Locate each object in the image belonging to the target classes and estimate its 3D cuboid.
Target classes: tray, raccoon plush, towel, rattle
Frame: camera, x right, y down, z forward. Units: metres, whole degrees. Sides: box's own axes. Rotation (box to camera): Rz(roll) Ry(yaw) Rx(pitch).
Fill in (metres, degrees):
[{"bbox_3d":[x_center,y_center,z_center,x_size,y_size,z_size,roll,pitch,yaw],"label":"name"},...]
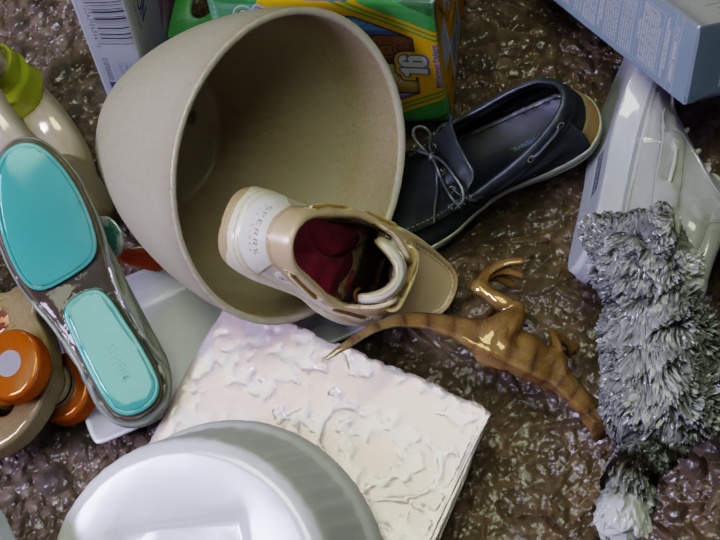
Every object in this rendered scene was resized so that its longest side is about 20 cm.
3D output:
[{"bbox_3d":[-0.101,0.036,1.484,0.199,0.022,0.108,-23,63,-3],"label":"tray"},{"bbox_3d":[0.173,0.049,1.331,0.096,0.135,0.201,-15,28,21],"label":"raccoon plush"},{"bbox_3d":[-0.041,0.137,1.408,0.199,0.032,0.192,24,77,16],"label":"towel"},{"bbox_3d":[-0.239,-0.046,1.507,0.142,0.130,0.201,-34,82,-4],"label":"rattle"}]

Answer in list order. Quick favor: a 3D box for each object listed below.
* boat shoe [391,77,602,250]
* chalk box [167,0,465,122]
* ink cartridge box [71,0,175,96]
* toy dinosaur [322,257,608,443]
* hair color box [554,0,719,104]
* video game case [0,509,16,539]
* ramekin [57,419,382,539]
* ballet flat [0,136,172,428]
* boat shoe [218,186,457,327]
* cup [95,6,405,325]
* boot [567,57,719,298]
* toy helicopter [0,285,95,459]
[{"bbox_3d":[0.065,-0.069,1.475,0.199,0.062,0.075,-27,59,12],"label":"boat shoe"},{"bbox_3d":[-0.034,-0.187,1.514,0.198,0.124,0.126,2,53,9],"label":"chalk box"},{"bbox_3d":[-0.154,-0.224,1.519,0.043,0.197,0.202,1,65,7],"label":"ink cartridge box"},{"bbox_3d":[0.082,0.041,1.400,0.199,0.061,0.107,23,35,-11],"label":"toy dinosaur"},{"bbox_3d":[0.199,-0.192,1.479,0.098,0.061,0.200,-15,40,-27],"label":"hair color box"},{"bbox_3d":[-0.223,0.263,1.300,0.022,0.200,0.183,-12,67,-45],"label":"video game case"},{"bbox_3d":[-0.090,0.190,1.330,0.199,0.098,0.202,-1,85,15],"label":"ramekin"},{"bbox_3d":[-0.182,0.010,1.429,0.067,0.064,0.201,-26,89,-2],"label":"ballet flat"},{"bbox_3d":[0.000,0.000,1.395,0.069,0.199,0.074,16,90,44],"label":"boat shoe"},{"bbox_3d":[-0.090,-0.077,1.436,0.143,0.200,0.201,14,64,43],"label":"cup"},{"bbox_3d":[0.203,-0.065,1.472,0.095,0.074,0.201,20,62,-6],"label":"boot"},{"bbox_3d":[-0.266,0.036,1.469,0.132,0.079,0.201,-31,64,14],"label":"toy helicopter"}]
